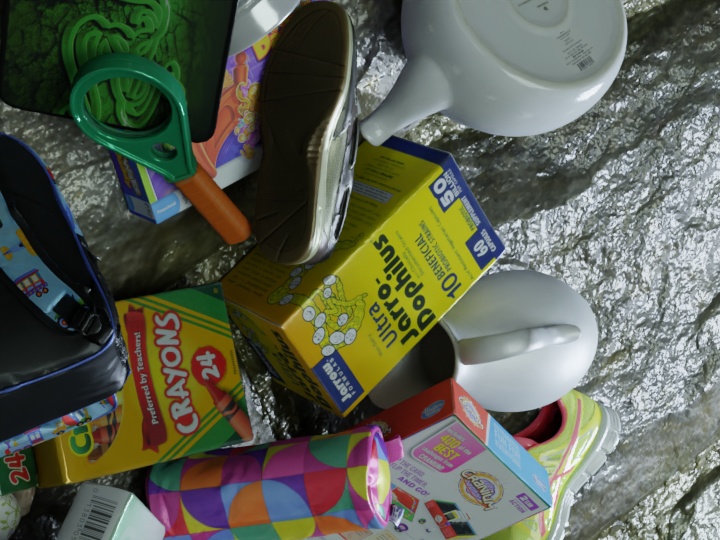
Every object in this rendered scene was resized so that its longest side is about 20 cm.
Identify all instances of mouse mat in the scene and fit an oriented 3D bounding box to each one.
[{"bbox_3d":[-0.167,-0.179,1.270,0.160,0.008,0.201,10,132,-5],"label":"mouse mat"}]

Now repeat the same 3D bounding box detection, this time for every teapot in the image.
[{"bbox_3d":[0.112,-0.187,1.493,0.199,0.146,0.199,14,61,-20],"label":"teapot"}]

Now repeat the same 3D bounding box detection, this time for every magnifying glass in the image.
[{"bbox_3d":[-0.138,-0.085,1.335,0.200,0.079,0.022,52,28,-41],"label":"magnifying glass"}]

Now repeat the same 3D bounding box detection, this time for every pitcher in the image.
[{"bbox_3d":[0.125,0.061,1.545,0.199,0.171,0.122,-7,90,-43],"label":"pitcher"}]

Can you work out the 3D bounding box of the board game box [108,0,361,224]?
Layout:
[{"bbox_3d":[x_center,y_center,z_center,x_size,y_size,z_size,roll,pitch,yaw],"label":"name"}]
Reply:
[{"bbox_3d":[-0.105,-0.142,1.404,0.199,0.045,0.135,-31,119,-25],"label":"board game box"}]

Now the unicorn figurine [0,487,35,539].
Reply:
[{"bbox_3d":[-0.311,0.202,1.335,0.200,0.074,0.138,-36,121,-22],"label":"unicorn figurine"}]

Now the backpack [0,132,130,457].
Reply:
[{"bbox_3d":[-0.268,0.015,1.260,0.182,0.201,0.135,-24,158,-7],"label":"backpack"}]

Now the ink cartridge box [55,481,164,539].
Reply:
[{"bbox_3d":[-0.185,0.268,1.370,0.162,0.050,0.200,-68,154,-22],"label":"ink cartridge box"}]

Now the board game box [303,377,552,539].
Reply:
[{"bbox_3d":[0.036,0.184,1.527,0.199,0.040,0.153,-28,130,22],"label":"board game box"}]

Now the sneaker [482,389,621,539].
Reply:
[{"bbox_3d":[0.153,0.191,1.678,0.090,0.078,0.201,40,73,-29],"label":"sneaker"}]

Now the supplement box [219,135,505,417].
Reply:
[{"bbox_3d":[0.000,0.000,1.481,0.200,0.109,0.109,-45,125,-16],"label":"supplement box"}]

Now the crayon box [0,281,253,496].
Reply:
[{"bbox_3d":[-0.185,0.088,1.379,0.199,0.051,0.128,-12,88,-35],"label":"crayon box"}]

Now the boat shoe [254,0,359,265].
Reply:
[{"bbox_3d":[-0.037,-0.103,1.400,0.065,0.073,0.201,13,88,-63],"label":"boat shoe"}]

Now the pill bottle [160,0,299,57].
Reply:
[{"bbox_3d":[-0.130,-0.251,1.290,0.111,0.111,0.200,-45,113,-17],"label":"pill bottle"}]

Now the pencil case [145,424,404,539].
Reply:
[{"bbox_3d":[-0.067,0.173,1.441,0.199,0.089,0.089,-8,116,13],"label":"pencil case"}]
